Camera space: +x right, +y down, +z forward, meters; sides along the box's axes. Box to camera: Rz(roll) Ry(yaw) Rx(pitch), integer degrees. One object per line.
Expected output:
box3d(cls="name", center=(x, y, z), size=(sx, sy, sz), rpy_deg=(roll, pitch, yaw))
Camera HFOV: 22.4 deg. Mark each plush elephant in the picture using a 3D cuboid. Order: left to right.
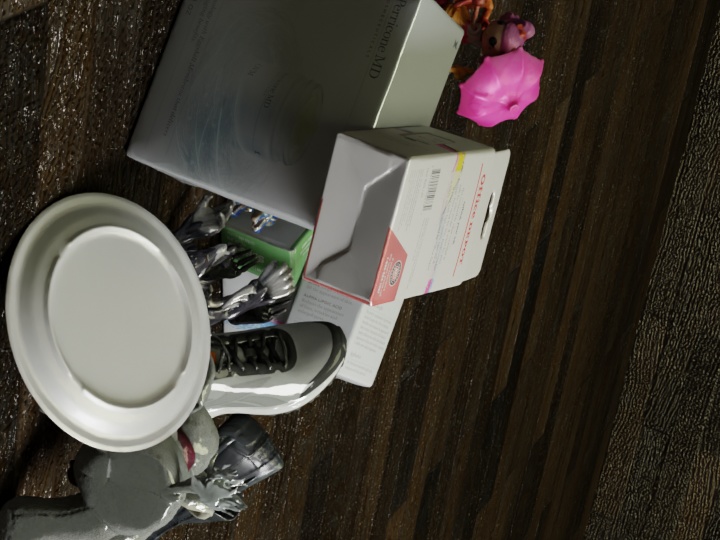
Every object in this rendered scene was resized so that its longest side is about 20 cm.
box3d(cls="plush elephant", center=(-0.180, 0.145, 1.501), size=(0.155, 0.198, 0.166), rpy_deg=(-68, 166, -77))

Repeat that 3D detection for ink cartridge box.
box3d(cls="ink cartridge box", center=(-0.064, 0.003, 1.759), size=(0.146, 0.087, 0.201), rpy_deg=(-51, 152, -42))
box3d(cls="ink cartridge box", center=(0.041, -0.047, 1.416), size=(0.200, 0.067, 0.117), rpy_deg=(-10, 118, -62))

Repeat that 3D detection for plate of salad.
box3d(cls="plate of salad", center=(-0.196, 0.040, 1.400), size=(0.199, 0.048, 0.202), rpy_deg=(17, 66, -43))

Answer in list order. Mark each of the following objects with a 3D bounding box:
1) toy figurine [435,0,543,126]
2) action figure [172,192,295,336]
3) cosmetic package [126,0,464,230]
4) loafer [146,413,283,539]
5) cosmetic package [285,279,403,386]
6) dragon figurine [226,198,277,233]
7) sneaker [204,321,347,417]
box3d(cls="toy figurine", center=(0.102, -0.224, 1.837), size=(0.201, 0.183, 0.150), rpy_deg=(-62, 160, -22))
box3d(cls="action figure", center=(-0.121, -0.005, 1.561), size=(0.102, 0.119, 0.200), rpy_deg=(-36, 168, 6))
box3d(cls="cosmetic package", center=(-0.051, -0.144, 1.474), size=(0.201, 0.199, 0.123), rpy_deg=(-70, 161, -1))
box3d(cls="loafer", center=(-0.143, 0.205, 1.667), size=(0.200, 0.070, 0.068), rpy_deg=(-43, -178, 39))
box3d(cls="cosmetic package", center=(0.000, 0.000, 1.696), size=(0.202, 0.074, 0.102), rpy_deg=(-70, 159, -5))
box3d(cls="dragon figurine", center=(-0.068, -0.133, 1.652), size=(0.201, 0.058, 0.100), rpy_deg=(-62, 159, -21))
box3d(cls="sneaker", center=(-0.107, 0.086, 1.587), size=(0.080, 0.198, 0.074), rpy_deg=(81, -7, -60))
